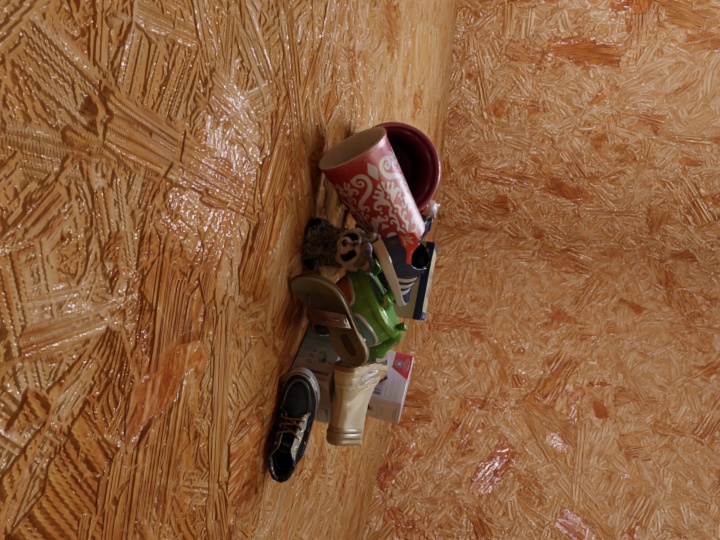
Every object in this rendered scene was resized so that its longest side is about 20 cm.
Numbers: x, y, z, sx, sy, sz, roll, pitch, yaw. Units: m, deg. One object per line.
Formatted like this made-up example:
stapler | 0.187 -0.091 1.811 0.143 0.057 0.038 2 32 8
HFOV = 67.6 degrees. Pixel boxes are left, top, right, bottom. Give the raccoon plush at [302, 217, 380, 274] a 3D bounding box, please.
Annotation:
raccoon plush | -0.020 -0.048 1.003 0.200 0.134 0.097 -37 135 -73

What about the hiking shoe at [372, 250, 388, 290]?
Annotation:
hiking shoe | 0.068 -0.005 1.109 0.076 0.101 0.200 -36 173 -2

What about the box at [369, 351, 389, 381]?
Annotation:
box | 0.003 0.149 1.228 0.200 0.035 0.110 50 -32 45

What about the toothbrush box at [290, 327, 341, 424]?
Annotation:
toothbrush box | -0.069 0.186 1.100 0.147 0.085 0.200 88 18 -44

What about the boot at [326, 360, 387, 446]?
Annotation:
boot | -0.006 0.253 1.049 0.200 0.073 0.156 18 79 -71

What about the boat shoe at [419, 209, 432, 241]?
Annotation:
boat shoe | 0.104 -0.054 1.220 0.093 0.075 0.200 -37 165 -30

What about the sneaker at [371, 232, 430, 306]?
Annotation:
sneaker | 0.083 -0.001 0.942 0.200 0.084 0.075 64 4 -64

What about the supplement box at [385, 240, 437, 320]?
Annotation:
supplement box | 0.082 0.016 1.395 0.134 0.199 0.201 29 71 -78

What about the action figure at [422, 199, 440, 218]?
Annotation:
action figure | 0.100 -0.160 1.347 0.200 0.193 0.105 86 19 -50

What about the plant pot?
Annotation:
plant pot | 0.064 -0.221 1.184 0.179 0.199 0.201 -99 -164 -76

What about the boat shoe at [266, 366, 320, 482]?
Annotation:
boat shoe | -0.119 0.277 0.957 0.091 0.071 0.201 -63 162 -67

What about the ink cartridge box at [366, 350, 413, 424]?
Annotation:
ink cartridge box | 0.011 0.255 1.262 0.147 0.199 0.083 -67 166 -45

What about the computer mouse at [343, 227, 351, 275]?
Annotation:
computer mouse | 0.000 0.000 1.155 0.200 0.046 0.141 -99 171 -53

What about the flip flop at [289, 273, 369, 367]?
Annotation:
flip flop | -0.053 0.091 0.922 0.200 0.081 0.058 61 34 -16

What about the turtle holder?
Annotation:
turtle holder | 0.009 0.080 1.021 0.141 0.131 0.186 69 10 26

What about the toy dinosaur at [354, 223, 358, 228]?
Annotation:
toy dinosaur | 0.025 -0.073 1.247 0.200 0.102 0.136 31 -69 55

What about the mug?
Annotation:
mug | 0.030 -0.150 0.995 0.200 0.133 0.178 58 16 -27
